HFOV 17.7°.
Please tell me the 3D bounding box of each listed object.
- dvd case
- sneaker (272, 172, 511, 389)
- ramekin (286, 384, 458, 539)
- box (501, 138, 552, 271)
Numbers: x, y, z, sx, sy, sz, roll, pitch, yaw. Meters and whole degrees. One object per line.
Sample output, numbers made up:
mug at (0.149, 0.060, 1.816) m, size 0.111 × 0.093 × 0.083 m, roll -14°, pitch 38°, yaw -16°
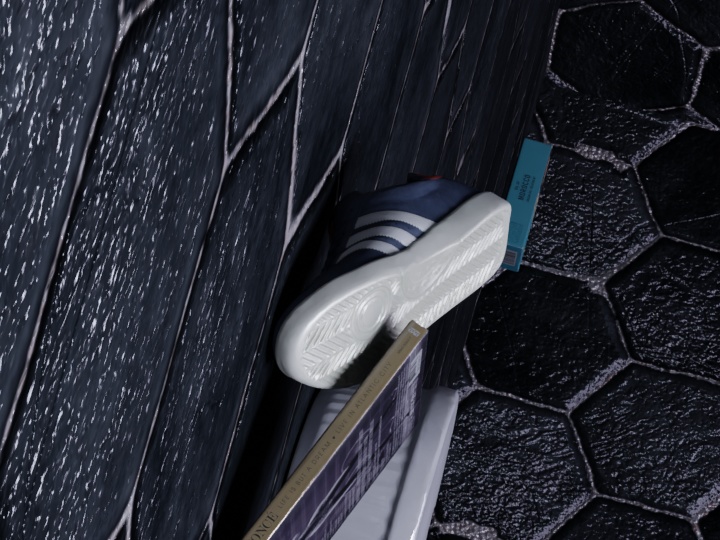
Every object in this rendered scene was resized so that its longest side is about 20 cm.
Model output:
dvd case at (-0.027, 0.133, 1.297) m, size 0.200 × 0.016 × 0.149 m, roll -52°, pitch 167°, yaw -19°
sneaker at (0.000, 0.000, 1.313) m, size 0.200 × 0.084 × 0.075 m, roll -30°, pitch 139°, yaw -47°
ramekin at (-0.003, 0.168, 1.566) m, size 0.202 × 0.094 × 0.204 m, roll 15°, pitch 90°, yaw -85°
box at (0.259, -0.105, 3.712) m, size 0.082 × 0.049 × 0.201 m, roll 95°, pitch 12°, yaw -62°
